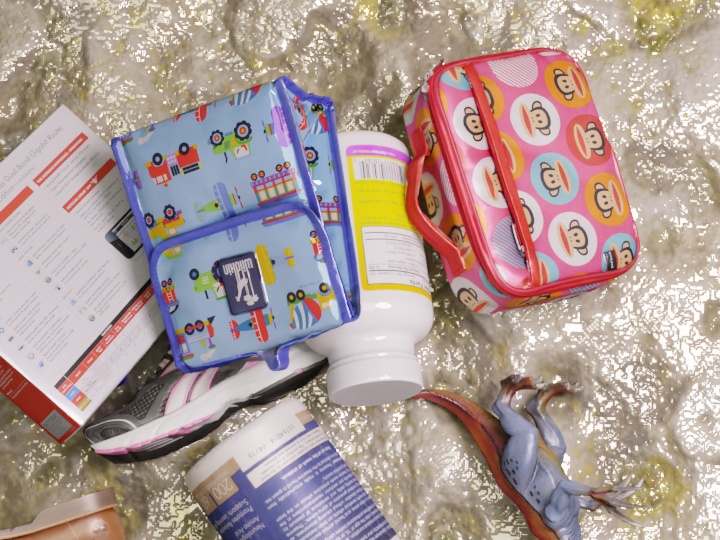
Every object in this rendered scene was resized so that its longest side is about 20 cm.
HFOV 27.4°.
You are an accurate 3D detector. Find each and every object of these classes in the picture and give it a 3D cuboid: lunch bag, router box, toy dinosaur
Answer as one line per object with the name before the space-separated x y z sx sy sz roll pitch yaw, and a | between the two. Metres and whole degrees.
lunch bag | 0.114 -0.070 1.157 0.176 0.082 0.201 -12 78 -28
lunch bag | -0.083 -0.021 1.100 0.150 0.094 0.201 -17 78 21
router box | -0.228 -0.001 1.131 0.179 0.049 0.200 43 54 -6
toy dinosaur | 0.149 0.177 1.147 0.200 0.105 0.182 -10 73 33

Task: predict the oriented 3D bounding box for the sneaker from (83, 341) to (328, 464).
sneaker | -0.130 0.083 1.174 0.200 0.080 0.086 -25 76 -16

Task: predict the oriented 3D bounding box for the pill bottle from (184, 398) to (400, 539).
pill bottle | -0.036 0.207 1.126 0.111 0.111 0.200 -36 82 -5

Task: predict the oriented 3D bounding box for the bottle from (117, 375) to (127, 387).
bottle | -0.259 0.013 1.184 0.083 0.065 0.200 -25 81 -10

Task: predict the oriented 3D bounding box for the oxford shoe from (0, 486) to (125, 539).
oxford shoe | -0.279 0.234 1.148 0.199 0.071 0.071 -19 86 -3

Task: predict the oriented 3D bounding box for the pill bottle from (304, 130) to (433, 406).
pill bottle | 0.000 0.000 1.148 0.104 0.104 0.201 -6 70 0
